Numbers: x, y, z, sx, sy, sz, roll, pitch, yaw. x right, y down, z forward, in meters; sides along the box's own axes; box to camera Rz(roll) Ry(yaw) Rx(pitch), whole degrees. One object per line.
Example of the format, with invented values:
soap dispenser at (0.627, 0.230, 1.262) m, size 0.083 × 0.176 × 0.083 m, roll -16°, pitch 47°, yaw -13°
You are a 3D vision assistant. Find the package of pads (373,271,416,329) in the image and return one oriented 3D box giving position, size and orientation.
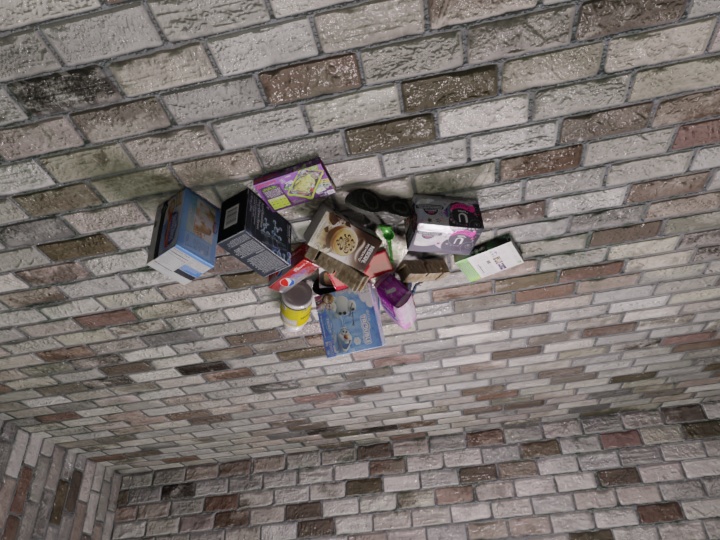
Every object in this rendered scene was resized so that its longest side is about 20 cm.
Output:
package of pads at (0.115, 0.100, 1.707) m, size 0.076 × 0.120 × 0.201 m, roll -43°, pitch 154°, yaw -10°

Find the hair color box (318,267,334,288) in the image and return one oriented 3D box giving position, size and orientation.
hair color box at (-0.040, 0.002, 1.764) m, size 0.196 × 0.062 × 0.103 m, roll -1°, pitch 137°, yaw -3°

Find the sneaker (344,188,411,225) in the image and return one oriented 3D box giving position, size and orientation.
sneaker at (0.043, -0.169, 1.533) m, size 0.197 × 0.077 × 0.091 m, roll 14°, pitch 150°, yaw -20°

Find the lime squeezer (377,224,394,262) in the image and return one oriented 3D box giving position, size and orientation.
lime squeezer at (0.073, -0.103, 1.574) m, size 0.037 × 0.072 × 0.201 m, roll 14°, pitch 157°, yaw 21°

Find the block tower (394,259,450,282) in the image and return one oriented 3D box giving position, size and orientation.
block tower at (0.202, 0.001, 1.748) m, size 0.197 × 0.059 × 0.054 m, roll 0°, pitch 148°, yaw -39°

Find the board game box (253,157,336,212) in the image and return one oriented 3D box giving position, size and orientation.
board game box at (-0.177, -0.229, 1.458) m, size 0.197 × 0.033 × 0.120 m, roll -15°, pitch 148°, yaw 13°

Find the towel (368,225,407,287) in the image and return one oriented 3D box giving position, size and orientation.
towel at (0.057, -0.039, 1.680) m, size 0.131 × 0.035 × 0.201 m, roll 24°, pitch 116°, yaw -18°

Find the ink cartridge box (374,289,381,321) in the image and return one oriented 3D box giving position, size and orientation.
ink cartridge box at (0.009, 0.137, 1.836) m, size 0.083 × 0.148 × 0.200 m, roll -2°, pitch 173°, yaw -12°

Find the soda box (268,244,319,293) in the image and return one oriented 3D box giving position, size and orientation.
soda box at (-0.219, -0.003, 1.746) m, size 0.069 × 0.064 × 0.199 m, roll 24°, pitch 136°, yaw -36°

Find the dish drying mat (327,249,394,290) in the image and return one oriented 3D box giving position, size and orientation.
dish drying mat at (0.000, 0.000, 1.669) m, size 0.197 × 0.018 × 0.078 m, roll -21°, pitch 114°, yaw 12°

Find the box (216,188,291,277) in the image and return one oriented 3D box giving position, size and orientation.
box at (-0.295, -0.102, 1.521) m, size 0.106 × 0.151 × 0.200 m, roll -21°, pitch 142°, yaw 24°

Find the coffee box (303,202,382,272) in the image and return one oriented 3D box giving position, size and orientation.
coffee box at (-0.051, -0.094, 1.559) m, size 0.198 × 0.080 × 0.114 m, roll 26°, pitch 105°, yaw -25°

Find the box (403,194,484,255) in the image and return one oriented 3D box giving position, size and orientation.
box at (0.241, -0.132, 1.565) m, size 0.196 × 0.116 × 0.133 m, roll 3°, pitch 145°, yaw -11°

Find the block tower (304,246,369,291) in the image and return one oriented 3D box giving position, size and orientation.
block tower at (-0.070, -0.012, 1.624) m, size 0.198 × 0.058 × 0.054 m, roll 34°, pitch 101°, yaw 7°

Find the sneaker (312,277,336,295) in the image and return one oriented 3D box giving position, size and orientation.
sneaker at (-0.073, 0.094, 1.822) m, size 0.076 × 0.199 × 0.087 m, roll -53°, pitch 140°, yaw -1°

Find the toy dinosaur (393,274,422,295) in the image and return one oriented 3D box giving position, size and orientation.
toy dinosaur at (0.141, 0.074, 1.827) m, size 0.103 × 0.200 × 0.184 m, roll -9°, pitch 113°, yaw 27°

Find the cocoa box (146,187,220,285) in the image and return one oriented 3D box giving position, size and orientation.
cocoa box at (-0.479, -0.093, 1.468) m, size 0.130 × 0.203 × 0.133 m, roll -26°, pitch 140°, yaw 28°

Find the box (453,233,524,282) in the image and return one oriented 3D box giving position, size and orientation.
box at (0.428, -0.039, 1.790) m, size 0.198 × 0.037 × 0.144 m, roll -23°, pitch 141°, yaw 23°

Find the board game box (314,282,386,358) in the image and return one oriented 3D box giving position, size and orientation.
board game box at (-0.035, 0.159, 1.711) m, size 0.196 × 0.204 × 0.043 m, roll -15°, pitch 175°, yaw 19°

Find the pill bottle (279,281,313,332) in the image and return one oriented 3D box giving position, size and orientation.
pill bottle at (-0.230, 0.134, 1.898) m, size 0.109 × 0.113 × 0.201 m, roll 3°, pitch 145°, yaw -10°
